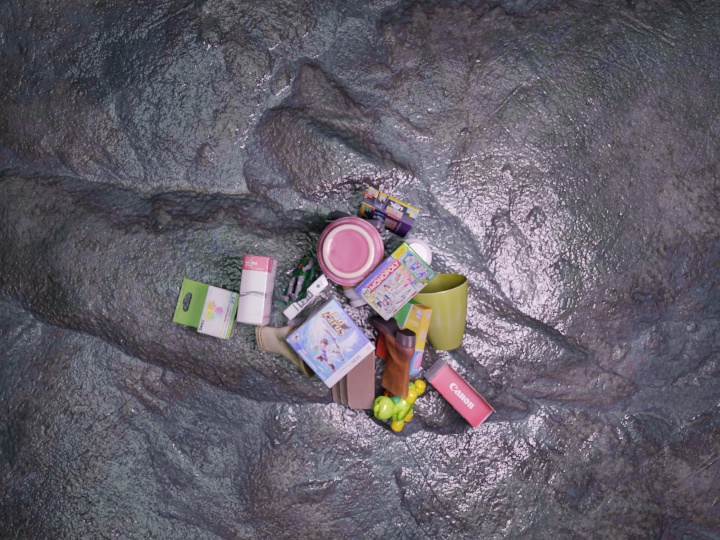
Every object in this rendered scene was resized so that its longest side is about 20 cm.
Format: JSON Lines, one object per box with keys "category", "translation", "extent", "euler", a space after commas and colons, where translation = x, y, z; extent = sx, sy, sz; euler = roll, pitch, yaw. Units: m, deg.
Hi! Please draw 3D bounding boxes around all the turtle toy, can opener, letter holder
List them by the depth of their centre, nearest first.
{"category": "turtle toy", "translation": [0.109, 0.398, 1.683], "extent": [0.100, 0.199, 0.147], "euler": [29, 111, 20]}
{"category": "letter holder", "translation": [-0.025, 0.315, 1.720], "extent": [0.140, 0.101, 0.203], "euler": [0, 88, 1]}
{"category": "can opener", "translation": [-0.019, -0.155, 1.728], "extent": [0.198, 0.053, 0.068], "euler": [3, 74, 26]}

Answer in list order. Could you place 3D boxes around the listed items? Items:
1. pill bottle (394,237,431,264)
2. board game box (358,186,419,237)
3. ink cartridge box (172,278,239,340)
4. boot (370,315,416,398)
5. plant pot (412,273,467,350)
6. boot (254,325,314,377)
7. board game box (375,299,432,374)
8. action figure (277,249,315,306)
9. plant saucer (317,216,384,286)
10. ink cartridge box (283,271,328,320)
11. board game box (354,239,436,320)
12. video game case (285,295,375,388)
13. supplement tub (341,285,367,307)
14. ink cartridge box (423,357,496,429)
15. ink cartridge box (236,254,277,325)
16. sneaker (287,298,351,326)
{"category": "pill bottle", "translation": [0.154, -0.040, 1.686], "extent": [0.109, 0.200, 0.112], "euler": [0, 87, -1]}
{"category": "board game box", "translation": [0.081, -0.171, 1.690], "extent": [0.164, 0.200, 0.057], "euler": [26, 83, 1]}
{"category": "ink cartridge box", "translation": [-0.478, 0.118, 1.729], "extent": [0.197, 0.076, 0.150], "euler": [15, 87, -2]}
{"category": "boot", "translation": [0.088, 0.247, 1.639], "extent": [0.187, 0.068, 0.203], "euler": [24, 116, 41]}
{"category": "plant pot", "translation": [0.248, 0.134, 1.706], "extent": [0.185, 0.187, 0.203], "euler": [-12, 104, -2]}
{"category": "boot", "translation": [-0.231, 0.247, 1.726], "extent": [0.154, 0.073, 0.201], "euler": [0, 132, 29]}
{"category": "board game box", "translation": [0.126, 0.184, 1.656], "extent": [0.040, 0.152, 0.203], "euler": [-3, 108, -44]}
{"category": "action figure", "translation": [-0.185, 0.013, 1.713], "extent": [0.117, 0.201, 0.055], "euler": [-11, 131, 30]}
{"category": "plant saucer", "translation": [-0.031, -0.055, 1.615], "extent": [0.198, 0.051, 0.204], "euler": [0, 91, 7]}
{"category": "ink cartridge box", "translation": [-0.155, 0.067, 1.725], "extent": [0.200, 0.099, 0.039], "euler": [-45, 96, -1]}
{"category": "board game box", "translation": [0.098, 0.030, 1.586], "extent": [0.134, 0.029, 0.200], "euler": [43, 105, -13]}
{"category": "video game case", "translation": [-0.087, 0.209, 1.627], "extent": [0.181, 0.045, 0.200], "euler": [-41, 105, -1]}
{"category": "supplement tub", "translation": [0.000, 0.000, 1.709], "extent": [0.143, 0.145, 0.202], "euler": [-18, 88, -2]}
{"category": "ink cartridge box", "translation": [0.296, 0.370, 1.685], "extent": [0.200, 0.176, 0.084], "euler": [45, 87, 1]}
{"category": "ink cartridge box", "translation": [-0.314, 0.059, 1.699], "extent": [0.082, 0.147, 0.203], "euler": [7, 87, 0]}
{"category": "sneaker", "translation": [-0.123, 0.143, 1.716], "extent": [0.197, 0.075, 0.116], "euler": [8, 118, -4]}
